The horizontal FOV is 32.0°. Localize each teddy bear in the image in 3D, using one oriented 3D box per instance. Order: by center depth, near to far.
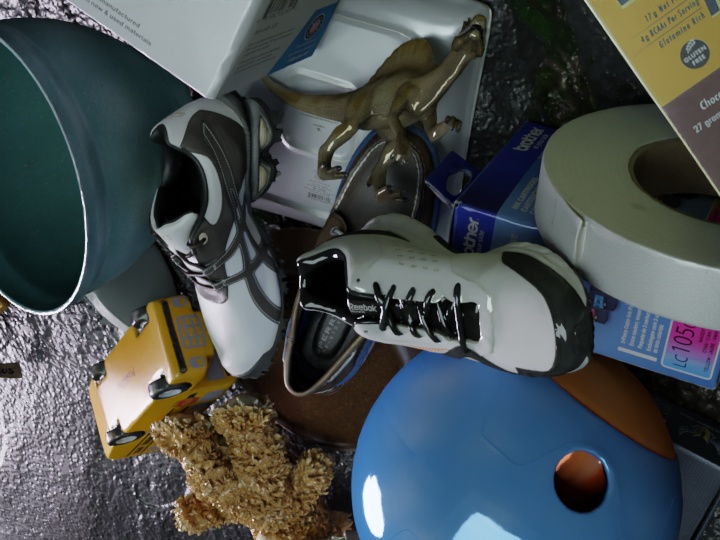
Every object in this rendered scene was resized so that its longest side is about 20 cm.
[{"bbox_3d":[-0.083,0.170,0.975,0.144,0.067,0.201,-8,132,-1],"label":"teddy bear"}]

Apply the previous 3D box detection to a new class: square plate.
[{"bbox_3d":[-0.020,-0.108,0.856,0.199,0.028,0.200,19,123,17],"label":"square plate"}]

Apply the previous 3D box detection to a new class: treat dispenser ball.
[{"bbox_3d":[0.094,0.132,0.761,0.199,0.201,0.202,12,122,21],"label":"treat dispenser ball"}]

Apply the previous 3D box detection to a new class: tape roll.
[{"bbox_3d":[0.194,-0.034,0.678,0.201,0.203,0.037,16,124,19],"label":"tape roll"}]

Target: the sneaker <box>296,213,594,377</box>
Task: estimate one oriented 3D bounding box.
[{"bbox_3d":[0.041,0.021,0.681,0.199,0.080,0.074,14,115,50],"label":"sneaker"}]

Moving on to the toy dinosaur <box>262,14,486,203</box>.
[{"bbox_3d":[0.011,-0.097,0.779,0.199,0.102,0.058,-9,150,45],"label":"toy dinosaur"}]

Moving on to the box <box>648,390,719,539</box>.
[{"bbox_3d":[0.148,0.142,0.894,0.199,0.051,0.159,26,125,12],"label":"box"}]

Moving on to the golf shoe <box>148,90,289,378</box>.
[{"bbox_3d":[-0.102,-0.017,0.832,0.077,0.094,0.202,12,112,41],"label":"golf shoe"}]

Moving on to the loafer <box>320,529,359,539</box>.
[{"bbox_3d":[0.015,0.229,0.931,0.199,0.076,0.068,-21,133,33],"label":"loafer"}]

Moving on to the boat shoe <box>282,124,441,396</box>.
[{"bbox_3d":[0.000,0.000,0.829,0.072,0.072,0.201,22,113,9],"label":"boat shoe"}]

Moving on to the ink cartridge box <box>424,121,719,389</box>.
[{"bbox_3d":[0.136,-0.019,0.756,0.198,0.136,0.077,16,122,19],"label":"ink cartridge box"}]

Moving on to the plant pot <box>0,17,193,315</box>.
[{"bbox_3d":[-0.196,-0.085,0.876,0.199,0.134,0.202,23,124,39],"label":"plant pot"}]

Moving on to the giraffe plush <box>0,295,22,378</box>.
[{"bbox_3d":[-0.349,0.032,1.020,0.173,0.199,0.163,46,126,28],"label":"giraffe plush"}]

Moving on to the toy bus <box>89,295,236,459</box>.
[{"bbox_3d":[-0.154,0.085,0.965,0.200,0.078,0.066,-44,59,52],"label":"toy bus"}]

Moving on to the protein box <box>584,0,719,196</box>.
[{"bbox_3d":[0.163,-0.172,0.600,0.134,0.199,0.201,-35,98,16],"label":"protein box"}]

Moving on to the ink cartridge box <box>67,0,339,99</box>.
[{"bbox_3d":[-0.070,-0.233,0.719,0.146,0.147,0.201,35,118,8],"label":"ink cartridge box"}]

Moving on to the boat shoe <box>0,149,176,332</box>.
[{"bbox_3d":[-0.223,-0.023,0.988,0.200,0.071,0.064,50,141,-6],"label":"boat shoe"}]

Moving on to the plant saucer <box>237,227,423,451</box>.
[{"bbox_3d":[-0.028,0.063,0.941,0.199,0.035,0.202,16,129,20],"label":"plant saucer"}]
